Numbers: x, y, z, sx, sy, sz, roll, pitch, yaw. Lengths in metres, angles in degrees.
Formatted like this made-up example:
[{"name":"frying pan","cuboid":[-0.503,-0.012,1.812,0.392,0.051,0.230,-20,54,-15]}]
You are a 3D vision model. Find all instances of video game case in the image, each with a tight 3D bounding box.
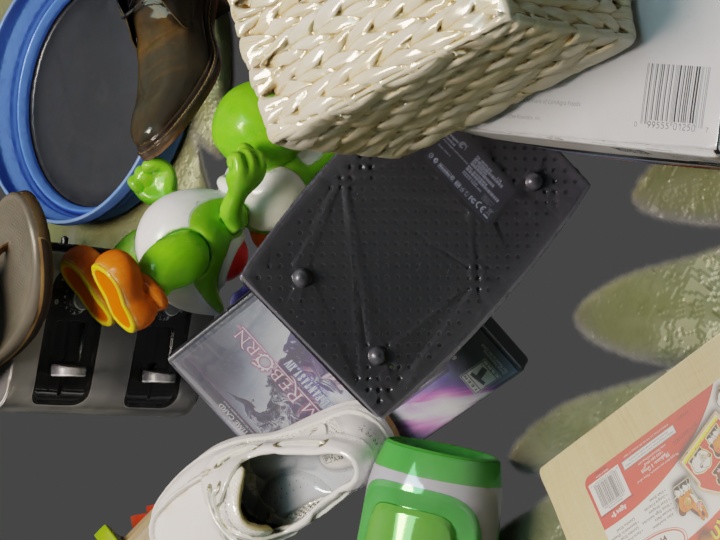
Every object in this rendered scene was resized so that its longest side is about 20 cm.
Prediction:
[{"name":"video game case","cuboid":[-0.011,0.056,1.624,0.200,0.019,0.143,-38,99,32]}]

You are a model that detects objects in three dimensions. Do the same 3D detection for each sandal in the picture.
[{"name":"sandal","cuboid":[-0.261,0.031,1.652,0.200,0.054,0.082,-45,61,31]}]

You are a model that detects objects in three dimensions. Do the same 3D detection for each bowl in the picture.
[{"name":"bowl","cuboid":[-0.198,-0.131,1.868,0.200,0.039,0.202,-8,79,42]}]

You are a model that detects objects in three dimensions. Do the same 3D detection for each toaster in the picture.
[{"name":"toaster","cuboid":[-0.227,0.034,1.775,0.199,0.180,0.120,7,91,43]}]

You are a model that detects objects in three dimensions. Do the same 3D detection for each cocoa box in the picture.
[{"name":"cocoa box","cuboid":[0.171,-0.129,1.458,0.199,0.131,0.134,8,90,43]}]

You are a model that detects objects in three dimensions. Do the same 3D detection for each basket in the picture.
[{"name":"basket","cuboid":[0.038,-0.150,1.407,0.199,0.135,0.124,-24,73,39]}]

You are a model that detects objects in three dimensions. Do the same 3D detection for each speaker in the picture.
[{"name":"speaker","cuboid":[0.033,0.207,1.573,0.088,0.088,0.201,12,92,43]}]

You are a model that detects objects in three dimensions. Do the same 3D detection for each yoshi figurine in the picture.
[{"name":"yoshi figurine","cuboid":[-0.102,-0.053,1.666,0.112,0.200,0.112,45,157,20]}]

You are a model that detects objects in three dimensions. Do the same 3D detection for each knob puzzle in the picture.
[{"name":"knob puzzle","cuboid":[0.207,0.154,1.454,0.219,0.030,0.221,-8,78,42]}]

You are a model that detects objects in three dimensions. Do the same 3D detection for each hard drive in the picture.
[{"name":"hard drive","cuboid":[0.030,-0.023,1.537,0.200,0.135,0.042,-48,9,-18]}]

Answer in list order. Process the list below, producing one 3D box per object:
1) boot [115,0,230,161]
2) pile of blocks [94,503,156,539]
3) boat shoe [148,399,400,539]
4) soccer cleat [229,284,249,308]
[{"name":"boot","cuboid":[-0.144,-0.166,1.723,0.075,0.097,0.201,-30,33,35]},{"name":"pile of blocks","cuboid":[-0.177,0.228,1.768,0.062,0.082,0.201,45,114,37]},{"name":"boat shoe","cuboid":[-0.068,0.142,1.638,0.199,0.069,0.071,-30,94,31]},{"name":"soccer cleat","cuboid":[0.000,0.001,1.632,0.200,0.083,0.065,-28,62,37]}]
